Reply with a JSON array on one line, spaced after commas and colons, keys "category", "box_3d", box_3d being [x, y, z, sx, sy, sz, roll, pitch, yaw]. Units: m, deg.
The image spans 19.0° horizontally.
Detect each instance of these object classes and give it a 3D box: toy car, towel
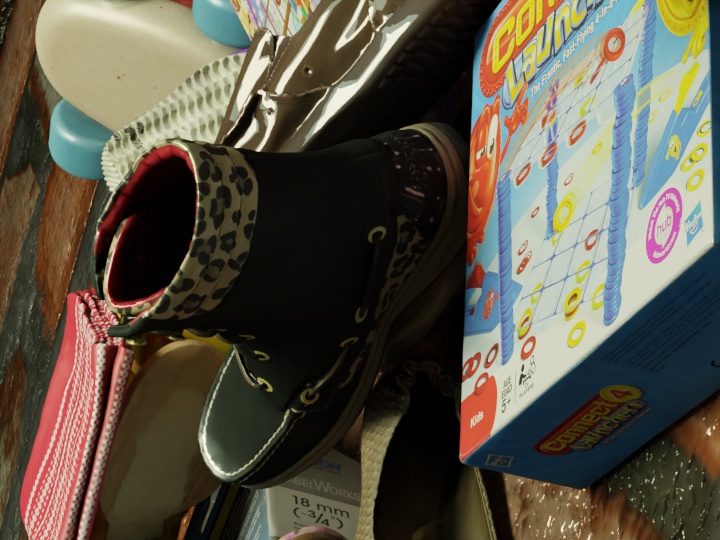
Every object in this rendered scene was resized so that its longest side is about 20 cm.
[{"category": "toy car", "box_3d": [-0.092, -0.166, 1.390, 0.200, 0.177, 0.185, -55, -17, -44]}, {"category": "towel", "box_3d": [-0.150, 0.089, 1.108, 0.200, 0.022, 0.145, -146, 69, -77]}]

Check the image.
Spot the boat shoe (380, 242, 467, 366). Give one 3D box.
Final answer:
[{"category": "boat shoe", "box_3d": [0.000, 0.000, 1.003, 0.076, 0.072, 0.200, -53, 9, -28]}]

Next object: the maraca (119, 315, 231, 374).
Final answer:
[{"category": "maraca", "box_3d": [-0.082, 0.029, 1.227, 0.200, 0.107, 0.137, 177, 91, -67]}]

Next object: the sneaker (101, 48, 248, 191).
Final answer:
[{"category": "sneaker", "box_3d": [-0.059, -0.093, 1.216, 0.200, 0.099, 0.070, -18, 102, 48]}]

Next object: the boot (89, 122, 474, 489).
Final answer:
[{"category": "boot", "box_3d": [-0.055, 0.018, 0.896, 0.074, 0.154, 0.204, 55, 127, 29]}]

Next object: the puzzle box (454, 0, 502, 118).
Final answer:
[{"category": "puzzle box", "box_3d": [0.027, -0.123, 1.127, 0.200, 0.025, 0.133, 133, 146, -59]}]

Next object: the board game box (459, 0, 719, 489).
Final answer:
[{"category": "board game box", "box_3d": [0.102, -0.047, 0.784, 0.200, 0.056, 0.196, 130, 148, -56]}]

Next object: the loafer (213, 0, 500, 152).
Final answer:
[{"category": "loafer", "box_3d": [-0.023, -0.071, 0.944, 0.200, 0.073, 0.071, -45, 63, 18]}]

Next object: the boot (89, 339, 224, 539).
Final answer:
[{"category": "boot", "box_3d": [-0.120, 0.086, 1.148, 0.144, 0.071, 0.202, -114, 31, -52]}]

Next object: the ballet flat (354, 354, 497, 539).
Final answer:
[{"category": "ballet flat", "box_3d": [0.030, 0.100, 0.896, 0.200, 0.067, 0.046, -92, 15, -55]}]

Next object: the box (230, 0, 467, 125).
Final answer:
[{"category": "box", "box_3d": [-0.017, -0.128, 1.055, 0.137, 0.039, 0.200, 103, 144, -59]}]

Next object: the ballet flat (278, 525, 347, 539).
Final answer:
[{"category": "ballet flat", "box_3d": [-0.026, 0.204, 0.933, 0.071, 0.069, 0.201, -152, 56, -74]}]

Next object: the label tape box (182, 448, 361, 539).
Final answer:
[{"category": "label tape box", "box_3d": [-0.044, 0.165, 1.076, 0.200, 0.063, 0.144, -100, 28, -59]}]
